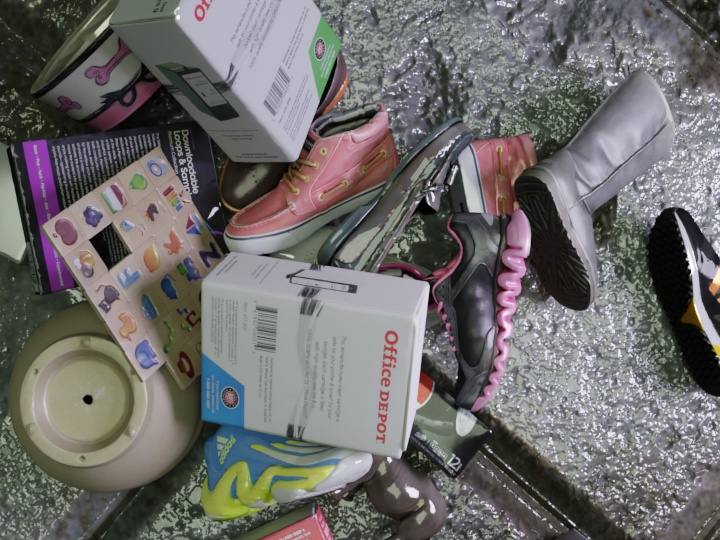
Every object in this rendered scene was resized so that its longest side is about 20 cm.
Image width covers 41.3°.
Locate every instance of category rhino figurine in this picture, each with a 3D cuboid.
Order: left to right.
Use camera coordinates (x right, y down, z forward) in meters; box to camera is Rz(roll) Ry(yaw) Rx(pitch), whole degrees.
[{"bbox_3d":[0.009,0.203,0.975,0.087,0.060,0.201,-38,87,0],"label":"rhino figurine"}]

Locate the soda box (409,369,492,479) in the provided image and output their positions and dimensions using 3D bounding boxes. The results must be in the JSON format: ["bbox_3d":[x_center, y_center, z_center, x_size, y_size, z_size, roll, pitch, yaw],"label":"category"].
[{"bbox_3d":[0.037,0.121,0.975,0.200,0.071,0.063,40,87,1],"label":"soda box"}]

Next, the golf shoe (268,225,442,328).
[{"bbox_3d":[0.000,0.000,0.973,0.198,0.092,0.076,18,87,1],"label":"golf shoe"}]

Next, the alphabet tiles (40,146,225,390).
[{"bbox_3d":[-0.191,0.004,0.910,0.007,0.167,0.201,-16,111,38],"label":"alphabet tiles"}]

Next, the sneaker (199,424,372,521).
[{"bbox_3d":[-0.085,0.177,0.940,0.198,0.076,0.106,-22,74,24],"label":"sneaker"}]

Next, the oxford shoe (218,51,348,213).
[{"bbox_3d":[-0.085,-0.150,0.988,0.071,0.073,0.201,33,86,0],"label":"oxford shoe"}]

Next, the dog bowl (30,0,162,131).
[{"bbox_3d":[-0.228,-0.221,0.935,0.074,0.200,0.201,42,86,-27],"label":"dog bowl"}]

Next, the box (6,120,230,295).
[{"bbox_3d":[-0.234,-0.066,0.949,0.198,0.036,0.145,-12,95,-28],"label":"box"}]

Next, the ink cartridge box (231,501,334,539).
[{"bbox_3d":[-0.069,0.358,0.950,0.145,0.083,0.202,-24,87,-4],"label":"ink cartridge box"}]

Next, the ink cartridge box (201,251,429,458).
[{"bbox_3d":[-0.042,0.076,0.888,0.197,0.084,0.148,9,113,10],"label":"ink cartridge box"}]

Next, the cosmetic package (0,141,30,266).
[{"bbox_3d":[-0.400,-0.089,0.968,0.198,0.090,0.108,26,85,-3],"label":"cosmetic package"}]

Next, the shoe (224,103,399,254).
[{"bbox_3d":[-0.053,-0.094,0.955,0.198,0.072,0.092,-25,125,-14],"label":"shoe"}]

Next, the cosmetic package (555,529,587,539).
[{"bbox_3d":[0.161,0.348,0.941,0.199,0.107,0.091,-33,88,-2],"label":"cosmetic package"}]

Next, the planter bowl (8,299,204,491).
[{"bbox_3d":[-0.255,0.122,0.934,0.198,0.135,0.203,0,86,-2],"label":"planter bowl"}]

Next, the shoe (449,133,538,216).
[{"bbox_3d":[0.151,-0.039,0.989,0.090,0.071,0.203,-11,92,-10],"label":"shoe"}]

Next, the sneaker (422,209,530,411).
[{"bbox_3d":[0.103,0.035,0.920,0.094,0.079,0.203,9,101,0],"label":"sneaker"}]

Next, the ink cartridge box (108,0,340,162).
[{"bbox_3d":[-0.114,-0.216,0.871,0.083,0.200,0.147,4,62,32],"label":"ink cartridge box"}]

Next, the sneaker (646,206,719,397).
[{"bbox_3d":[0.371,0.025,1.002,0.089,0.070,0.202,-17,87,-18],"label":"sneaker"}]

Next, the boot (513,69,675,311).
[{"bbox_3d":[0.254,-0.082,0.989,0.200,0.072,0.183,-40,125,-32],"label":"boot"}]

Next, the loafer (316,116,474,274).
[{"bbox_3d":[0.046,-0.060,0.930,0.063,0.072,0.200,43,85,15],"label":"loafer"}]
